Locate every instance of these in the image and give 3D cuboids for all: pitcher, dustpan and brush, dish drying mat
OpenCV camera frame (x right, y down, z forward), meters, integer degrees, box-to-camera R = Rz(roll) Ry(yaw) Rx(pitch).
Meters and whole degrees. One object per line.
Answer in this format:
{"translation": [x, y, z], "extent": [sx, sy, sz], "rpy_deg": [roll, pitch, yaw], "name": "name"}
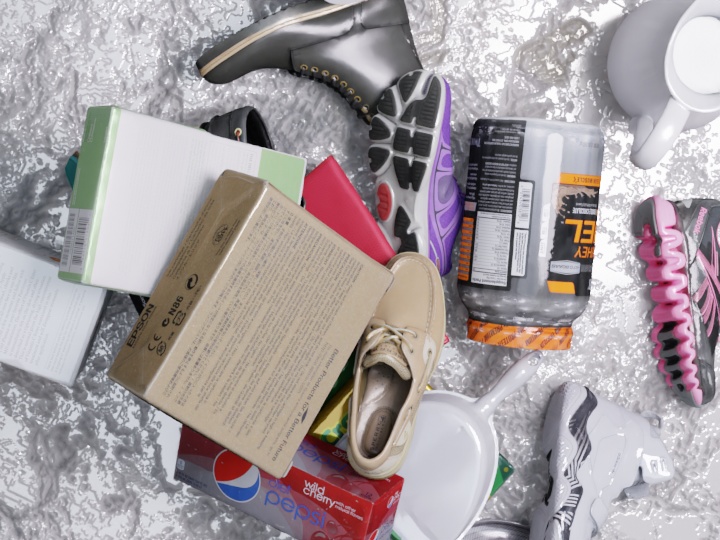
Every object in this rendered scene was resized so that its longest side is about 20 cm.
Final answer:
{"translation": [0.272, -0.164, 1.421], "extent": [0.121, 0.200, 0.172], "rpy_deg": [36, 90, -6], "name": "pitcher"}
{"translation": [0.089, 0.143, 1.449], "extent": [0.200, 0.057, 0.140], "rpy_deg": [-45, 82, 7], "name": "dustpan and brush"}
{"translation": [0.000, 0.000, 1.461], "extent": [0.077, 0.018, 0.201], "rpy_deg": [-38, 76, 24], "name": "dish drying mat"}

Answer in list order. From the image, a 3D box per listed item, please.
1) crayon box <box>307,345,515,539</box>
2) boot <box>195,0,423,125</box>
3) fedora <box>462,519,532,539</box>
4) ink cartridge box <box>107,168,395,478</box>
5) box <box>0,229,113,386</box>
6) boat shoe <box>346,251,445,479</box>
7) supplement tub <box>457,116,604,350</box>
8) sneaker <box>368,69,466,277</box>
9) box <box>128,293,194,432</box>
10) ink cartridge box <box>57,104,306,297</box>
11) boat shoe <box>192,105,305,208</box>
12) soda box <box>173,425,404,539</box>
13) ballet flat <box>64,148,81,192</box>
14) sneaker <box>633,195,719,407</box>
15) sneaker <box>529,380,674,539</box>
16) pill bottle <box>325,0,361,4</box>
{"translation": [0.028, 0.159, 1.493], "extent": [0.200, 0.051, 0.127], "rpy_deg": [43, 90, -5], "name": "crayon box"}
{"translation": [-0.035, -0.175, 1.461], "extent": [0.199, 0.077, 0.139], "rpy_deg": [-25, 100, -2], "name": "boot"}
{"translation": [0.144, 0.331, 1.492], "extent": [0.199, 0.090, 0.177], "rpy_deg": [37, 90, -6], "name": "fedora"}
{"translation": [-0.089, 0.045, 1.342], "extent": [0.164, 0.075, 0.201], "rpy_deg": [37, 79, -37], "name": "ink cartridge box"}
{"translation": [-0.324, 0.017, 1.418], "extent": [0.198, 0.124, 0.098], "rpy_deg": [21, 92, -5], "name": "box"}
{"translation": [0.031, 0.076, 1.386], "extent": [0.071, 0.065, 0.202], "rpy_deg": [8, 74, 8], "name": "boat shoe"}
{"translation": [0.151, -0.034, 1.457], "extent": [0.121, 0.123, 0.202], "rpy_deg": [5, 94, -5], "name": "supplement tub"}
{"translation": [0.057, -0.084, 1.466], "extent": [0.083, 0.080, 0.202], "rpy_deg": [-16, 118, -43], "name": "sneaker"}
{"translation": [-0.133, 0.023, 1.438], "extent": [0.143, 0.036, 0.202], "rpy_deg": [-30, 99, -46], "name": "box"}
{"translation": [-0.147, -0.046, 1.365], "extent": [0.199, 0.048, 0.147], "rpy_deg": [12, 86, -39], "name": "ink cartridge box"}
{"translation": [-0.082, -0.047, 1.443], "extent": [0.063, 0.074, 0.203], "rpy_deg": [-20, 100, 23], "name": "boat shoe"}
{"translation": [-0.065, 0.183, 1.431], "extent": [0.199, 0.063, 0.071], "rpy_deg": [22, 113, 22], "name": "soda box"}
{"translation": [-0.196, -0.025, 1.465], "extent": [0.071, 0.072, 0.201], "rpy_deg": [-27, 98, -3], "name": "ballet flat"}
{"translation": [0.318, 0.025, 1.505], "extent": [0.094, 0.079, 0.202], "rpy_deg": [-10, 95, -16], "name": "sneaker"}
{"translation": [0.222, 0.205, 1.476], "extent": [0.114, 0.075, 0.202], "rpy_deg": [13, 65, -9], "name": "sneaker"}
{"translation": [-0.029, -0.341, 1.401], "extent": [0.115, 0.116, 0.201], "rpy_deg": [-22, 76, -3], "name": "pill bottle"}
